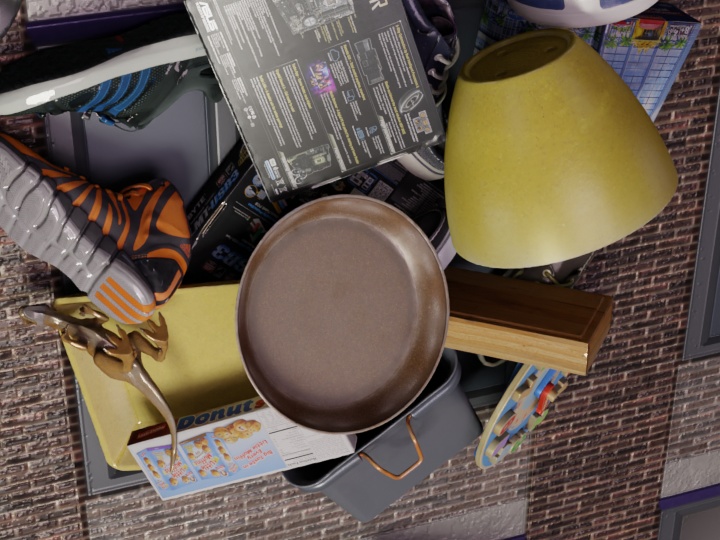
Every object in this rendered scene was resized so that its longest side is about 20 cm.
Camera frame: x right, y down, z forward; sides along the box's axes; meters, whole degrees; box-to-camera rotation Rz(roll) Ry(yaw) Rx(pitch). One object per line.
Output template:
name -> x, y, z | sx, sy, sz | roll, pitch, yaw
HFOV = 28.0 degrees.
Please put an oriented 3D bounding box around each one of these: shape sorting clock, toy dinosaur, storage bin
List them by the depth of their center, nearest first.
toy dinosaur -> -0.201, 0.080, 1.244 | 0.200, 0.106, 0.061 | 44, 56, -10
storage bin -> 0.026, 0.153, 1.402 | 0.199, 0.146, 0.134 | -38, 136, 1
shape sorting clock -> 0.179, 0.116, 1.442 | 0.200, 0.039, 0.201 | -52, 163, -23

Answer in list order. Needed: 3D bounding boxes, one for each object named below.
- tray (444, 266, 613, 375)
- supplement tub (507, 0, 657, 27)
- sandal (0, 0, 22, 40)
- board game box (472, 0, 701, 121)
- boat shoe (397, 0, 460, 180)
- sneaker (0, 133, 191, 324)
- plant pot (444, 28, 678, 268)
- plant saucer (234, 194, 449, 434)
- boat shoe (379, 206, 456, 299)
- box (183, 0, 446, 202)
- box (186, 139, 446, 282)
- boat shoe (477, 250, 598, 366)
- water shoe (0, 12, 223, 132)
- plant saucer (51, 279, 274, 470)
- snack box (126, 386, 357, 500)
tray -> 0.123, 0.039, 1.325 | 0.198, 0.099, 0.037 | 10, 117, 20
supplement tub -> 0.178, -0.317, 1.182 | 0.143, 0.145, 0.201 | -20, 125, -12
sandal -> -0.315, -0.175, 1.111 | 0.076, 0.043, 0.201 | 20, 109, -31
board game box -> 0.194, -0.149, 1.339 | 0.198, 0.062, 0.202 | -1, 118, -23
boat shoe -> 0.052, -0.165, 1.231 | 0.092, 0.075, 0.201 | -13, 128, 33
sneaker -> -0.225, -0.054, 1.207 | 0.200, 0.112, 0.077 | 46, 137, -9
plant pot -> 0.149, -0.115, 1.199 | 0.199, 0.200, 0.143 | -25, 114, -8
plant saucer -> -0.018, 0.036, 1.219 | 0.198, 0.032, 0.202 | -2, 95, -25
boat shoe -> 0.000, 0.000, 1.284 | 0.199, 0.070, 0.066 | -35, 129, 8
box -> -0.034, -0.167, 1.153 | 0.159, 0.044, 0.201 | -20, 126, 5
box -> -0.041, -0.047, 1.303 | 0.199, 0.050, 0.199 | 31, 104, -34
boat shoe -> 0.174, 0.013, 1.390 | 0.072, 0.061, 0.202 | 22, 126, -27
water shoe -> -0.199, -0.143, 1.162 | 0.198, 0.072, 0.080 | -19, 122, -13
plant saucer -> -0.153, 0.086, 1.295 | 0.198, 0.049, 0.201 | -4, 124, 12
snack box -> -0.107, 0.153, 1.291 | 0.198, 0.024, 0.072 | -16, 121, 19
